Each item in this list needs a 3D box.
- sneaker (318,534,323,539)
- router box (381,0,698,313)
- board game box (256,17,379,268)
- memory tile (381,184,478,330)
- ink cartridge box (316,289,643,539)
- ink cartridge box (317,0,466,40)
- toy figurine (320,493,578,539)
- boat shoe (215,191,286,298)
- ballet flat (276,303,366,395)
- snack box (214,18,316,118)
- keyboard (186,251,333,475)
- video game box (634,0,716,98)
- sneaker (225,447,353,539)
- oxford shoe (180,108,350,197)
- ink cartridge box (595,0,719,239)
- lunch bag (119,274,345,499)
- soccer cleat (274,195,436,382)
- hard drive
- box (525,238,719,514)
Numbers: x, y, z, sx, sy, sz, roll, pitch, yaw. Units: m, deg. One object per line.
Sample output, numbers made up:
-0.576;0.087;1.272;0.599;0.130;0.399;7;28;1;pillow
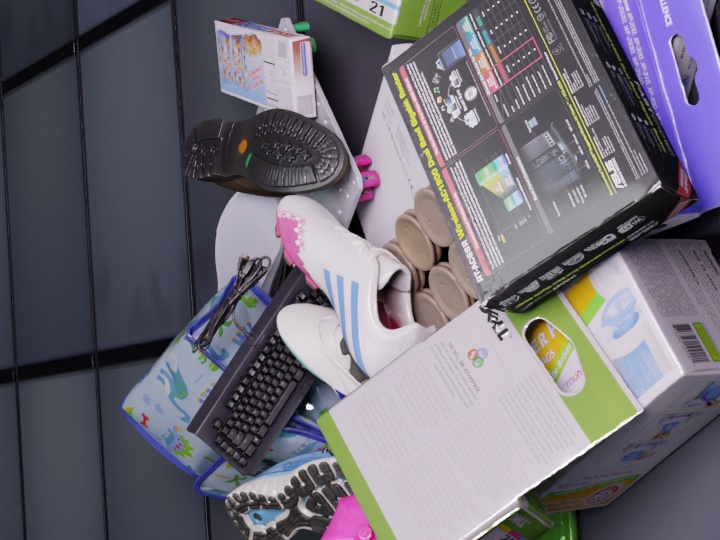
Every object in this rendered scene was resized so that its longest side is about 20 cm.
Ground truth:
0.007;0.269;1.243;0.200;0.074;0.091;-134;53;-60;sneaker
0.116;-0.093;0.959;0.149;0.062;0.201;-34;64;28;router box
-0.048;-0.099;1.335;0.201;0.026;0.201;112;141;-52;board game box
0.069;0.027;1.155;0.154;0.017;0.200;56;154;13;memory tile
0.090;0.114;0.999;0.199;0.076;0.148;-37;56;8;ink cartridge box
0.037;-0.313;1.212;0.148;0.075;0.202;36;120;47;ink cartridge box
0.045;0.227;1.127;0.151;0.183;0.201;55;132;37;toy figurine
-0.106;-0.004;1.405;0.068;0.057;0.201;20;121;15;boat shoe
0.014;0.086;1.221;0.200;0.069;0.070;44;128;11;ballet flat
-0.092;-0.192;1.332;0.200;0.024;0.073;-150;52;-61;snack box
-0.087;0.067;1.256;0.021;0.127;0.201;-6;47;57;keyboard
0.168;-0.199;1.057;0.199;0.047;0.184;29;111;41;video game box
-0.030;0.184;1.260;0.199;0.090;0.079;-14;110;38;sneaker
-0.070;-0.100;1.274;0.199;0.084;0.073;11;84;48;oxford shoe
0.163;-0.116;1.009;0.199;0.043;0.200;-23;77;43;ink cartridge box
-0.107;0.136;1.365;0.200;0.128;0.170;42;136;-6;lunch bag
0.000;0.000;1.180;0.086;0.070;0.201;-49;58;32;soccer cleat
0.036;-0.075;1.205;0.201;0.026;0.133;108;148;-56;hard drive
0.177;0.080;1.017;0.200;0.101;0.113;-51;52;40;box
